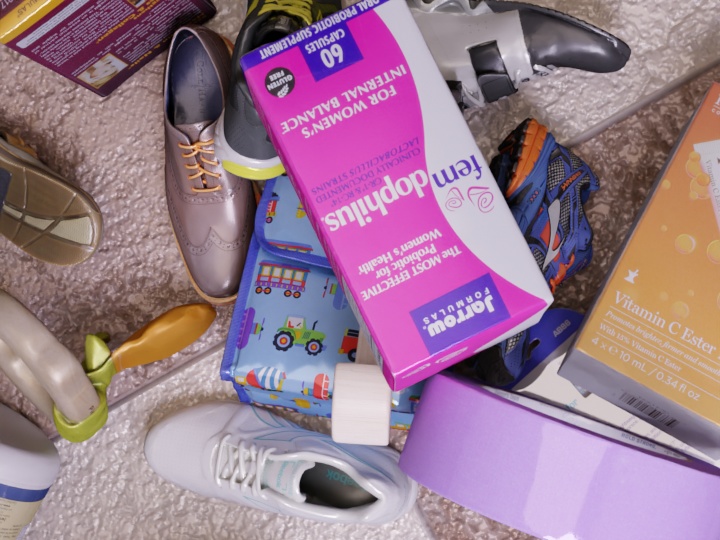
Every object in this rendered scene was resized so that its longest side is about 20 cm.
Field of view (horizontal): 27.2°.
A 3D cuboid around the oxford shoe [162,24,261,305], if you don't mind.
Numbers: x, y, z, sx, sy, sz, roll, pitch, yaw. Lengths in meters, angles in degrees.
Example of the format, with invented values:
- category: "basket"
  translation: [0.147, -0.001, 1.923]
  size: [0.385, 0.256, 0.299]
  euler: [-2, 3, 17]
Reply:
- category: "oxford shoe"
  translation: [-0.115, -0.076, 1.063]
  size: [0.071, 0.073, 0.202]
  euler: [-9, 86, 9]

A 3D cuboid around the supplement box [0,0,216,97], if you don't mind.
- category: "supplement box"
  translation: [-0.188, -0.200, 1.018]
  size: [0.110, 0.200, 0.086]
  euler: [-36, 81, 6]

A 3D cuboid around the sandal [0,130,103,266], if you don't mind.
- category: "sandal"
  translation: [-0.261, -0.069, 1.096]
  size: [0.199, 0.054, 0.081]
  euler: [32, 112, 17]

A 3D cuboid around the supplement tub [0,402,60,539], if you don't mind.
- category: "supplement tub"
  translation: [-0.317, 0.186, 1.047]
  size: [0.144, 0.144, 0.201]
  euler: [29, 92, 10]

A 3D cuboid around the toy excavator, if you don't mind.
- category: "toy excavator"
  translation: [0.014, -0.012, 0.959]
  size: [0.099, 0.195, 0.202]
  euler: [2, 109, 3]

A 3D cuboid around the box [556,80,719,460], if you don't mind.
- category: "box"
  translation: [0.230, 0.002, 0.966]
  size: [0.124, 0.098, 0.201]
  euler: [28, 79, 7]

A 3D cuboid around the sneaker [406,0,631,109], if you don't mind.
- category: "sneaker"
  translation: [0.087, -0.143, 1.036]
  size: [0.199, 0.074, 0.089]
  euler: [12, 88, 20]

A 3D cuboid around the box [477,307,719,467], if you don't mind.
- category: "box"
  translation: [0.171, 0.123, 1.022]
  size: [0.119, 0.041, 0.200]
  euler: [-41, 79, 5]

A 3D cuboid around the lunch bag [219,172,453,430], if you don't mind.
- category: "lunch bag"
  translation: [0.000, 0.000, 1.044]
  size: [0.149, 0.094, 0.201]
  euler: [8, 74, 8]

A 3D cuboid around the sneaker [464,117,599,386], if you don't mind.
- category: "sneaker"
  translation: [0.118, -0.011, 0.988]
  size: [0.078, 0.075, 0.201]
  euler: [24, 59, -11]

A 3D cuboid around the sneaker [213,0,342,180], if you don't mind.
- category: "sneaker"
  translation: [-0.048, -0.159, 1.022]
  size: [0.074, 0.085, 0.201]
  euler: [13, 60, -6]

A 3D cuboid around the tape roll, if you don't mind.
- category: "tape roll"
  translation: [0.126, 0.122, 0.908]
  size: [0.199, 0.200, 0.066]
  euler: [19, 91, 10]

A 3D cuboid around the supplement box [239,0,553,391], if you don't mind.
- category: "supplement box"
  translation: [0.020, -0.044, 0.855]
  size: [0.101, 0.103, 0.201]
  euler: [-26, 82, -3]

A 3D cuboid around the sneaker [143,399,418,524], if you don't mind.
- category: "sneaker"
  translation: [-0.061, 0.134, 1.040]
  size: [0.199, 0.080, 0.071]
  euler: [9, 90, 11]

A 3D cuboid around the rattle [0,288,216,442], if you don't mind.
- category: "rattle"
  translation: [-0.230, 0.019, 1.082]
  size: [0.200, 0.130, 0.143]
  euler: [34, 82, 35]
